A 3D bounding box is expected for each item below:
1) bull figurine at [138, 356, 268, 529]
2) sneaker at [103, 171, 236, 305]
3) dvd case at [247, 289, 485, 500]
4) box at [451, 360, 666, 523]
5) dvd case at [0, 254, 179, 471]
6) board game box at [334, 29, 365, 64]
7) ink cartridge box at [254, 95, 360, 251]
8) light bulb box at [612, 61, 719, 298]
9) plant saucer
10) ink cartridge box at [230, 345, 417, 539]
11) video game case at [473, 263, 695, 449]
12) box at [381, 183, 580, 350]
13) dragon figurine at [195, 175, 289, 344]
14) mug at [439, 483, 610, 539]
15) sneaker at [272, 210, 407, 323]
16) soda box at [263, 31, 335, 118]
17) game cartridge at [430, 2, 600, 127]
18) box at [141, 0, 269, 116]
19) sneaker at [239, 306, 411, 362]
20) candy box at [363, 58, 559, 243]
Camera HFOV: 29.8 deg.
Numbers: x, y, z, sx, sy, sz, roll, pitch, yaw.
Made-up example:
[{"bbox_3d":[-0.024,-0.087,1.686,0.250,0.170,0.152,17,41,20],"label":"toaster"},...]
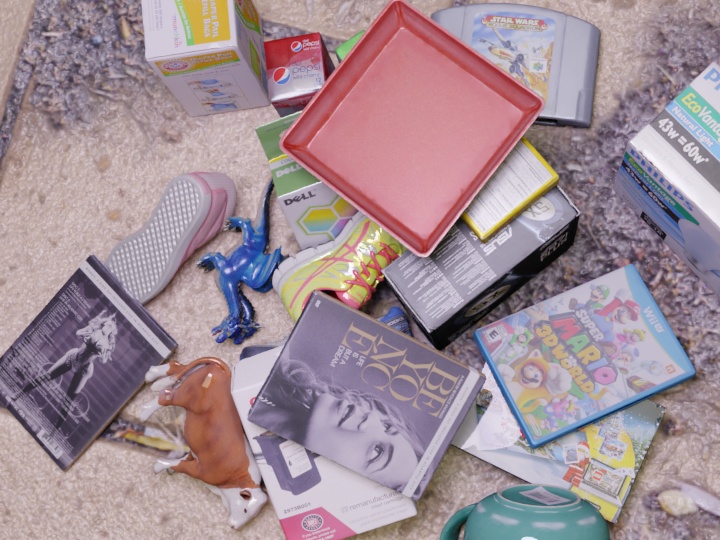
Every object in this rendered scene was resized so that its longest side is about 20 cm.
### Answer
[{"bbox_3d":[-0.169,0.187,1.482,0.120,0.065,0.202,-5,106,14],"label":"bull figurine"},{"bbox_3d":[-0.212,-0.037,1.553,0.075,0.105,0.200,46,117,9],"label":"sneaker"},{"bbox_3d":[0.007,0.128,1.368,0.199,0.016,0.149,27,100,-13],"label":"dvd case"},{"bbox_3d":[0.214,0.170,1.476,0.199,0.038,0.137,25,83,10],"label":"box"},{"bbox_3d":[-0.321,0.105,1.544,0.149,0.016,0.200,44,99,12],"label":"dvd case"},{"bbox_3d":[0.049,-0.152,1.495,0.040,0.153,0.201,-33,79,-1],"label":"board game box"},{"bbox_3d":[-0.034,-0.086,1.469,0.103,0.201,0.060,-19,51,3],"label":"ink cartridge box"},{"bbox_3d":[0.381,-0.082,1.420,0.125,0.200,0.198,-43,78,-2],"label":"light bulb box"},{"bbox_3d":[0.052,-0.143,1.367,0.200,0.037,0.200,38,88,17],"label":"plant saucer"},{"bbox_3d":[-0.039,0.179,1.441,0.144,0.084,0.201,-19,106,3],"label":"ink cartridge box"},{"bbox_3d":[0.241,0.090,1.463,0.199,0.018,0.144,-22,66,-11],"label":"video game case"},{"bbox_3d":[0.131,-0.015,1.455,0.200,0.164,0.086,-38,78,-2],"label":"box"},{"bbox_3d":[-0.118,-0.011,1.537,0.099,0.059,0.201,36,86,11],"label":"dragon figurine"},{"bbox_3d":[0.165,0.285,1.394,0.183,0.152,0.116,4,97,11],"label":"mug"},{"bbox_3d":[0.000,0.000,1.462,0.199,0.078,0.091,-34,46,17],"label":"sneaker"},{"bbox_3d":[-0.054,-0.192,1.489,0.063,0.200,0.071,-8,78,6],"label":"soda box"},{"bbox_3d":[0.172,-0.239,1.556,0.198,0.042,0.134,6,85,8],"label":"game cartridge"},{"bbox_3d":[-0.171,-0.260,1.515,0.100,0.200,0.114,-7,79,5],"label":"box"},{"bbox_3d":[-0.036,0.080,1.513,0.198,0.077,0.086,-4,70,-2],"label":"sneaker"},{"bbox_3d":[0.102,-0.134,1.389,0.102,0.026,0.200,-39,74,0],"label":"candy box"}]
